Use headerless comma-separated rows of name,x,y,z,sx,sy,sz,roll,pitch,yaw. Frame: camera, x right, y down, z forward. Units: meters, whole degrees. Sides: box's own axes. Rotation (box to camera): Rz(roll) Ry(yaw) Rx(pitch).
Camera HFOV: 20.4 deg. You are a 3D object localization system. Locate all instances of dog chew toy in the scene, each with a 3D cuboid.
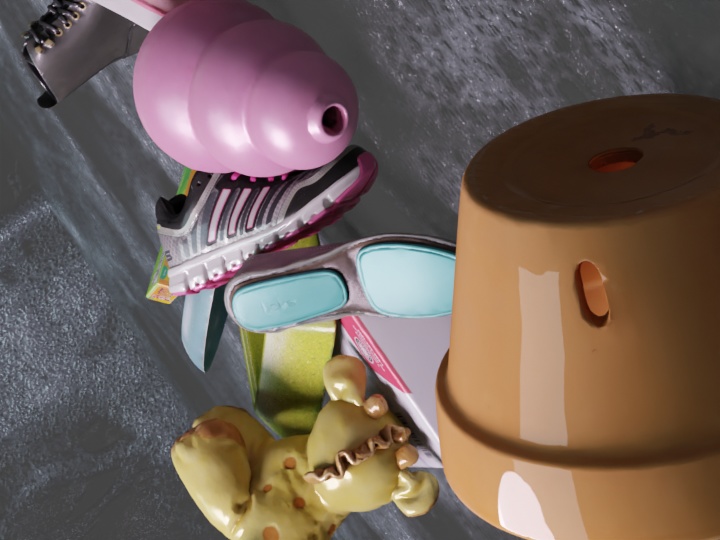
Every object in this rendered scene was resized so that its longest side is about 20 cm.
dog chew toy,-0.073,-0.121,1.381,0.199,0.124,0.125,21,147,53

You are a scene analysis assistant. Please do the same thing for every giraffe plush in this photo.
giraffe plush,-0.031,0.150,1.500,0.173,0.162,0.200,49,-169,-18

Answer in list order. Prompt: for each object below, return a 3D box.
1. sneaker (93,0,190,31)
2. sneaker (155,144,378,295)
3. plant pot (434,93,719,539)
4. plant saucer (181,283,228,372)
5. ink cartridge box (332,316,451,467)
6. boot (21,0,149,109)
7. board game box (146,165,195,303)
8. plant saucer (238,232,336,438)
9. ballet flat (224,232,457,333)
sneaker,-0.143,-0.231,1.459,0.199,0.105,0.075,24,-168,-41
sneaker,-0.078,-0.055,1.472,0.074,0.199,0.088,-20,-97,-59
plant pot,0.122,0.011,0.892,0.200,0.199,0.141,33,141,57
plant saucer,-0.120,-0.014,1.693,0.027,0.202,0.200,13,163,1
ink cartridge box,0.042,0.071,1.539,0.148,0.085,0.200,54,169,-3
boot,-0.226,-0.226,1.590,0.077,0.138,0.201,42,162,40
board game box,-0.132,-0.076,1.616,0.030,0.202,0.096,15,171,-9
plant saucer,-0.068,0.017,1.589,0.200,0.047,0.202,101,161,-55
ballet flat,0.000,0.000,1.409,0.064,0.198,0.068,-67,-35,-59
